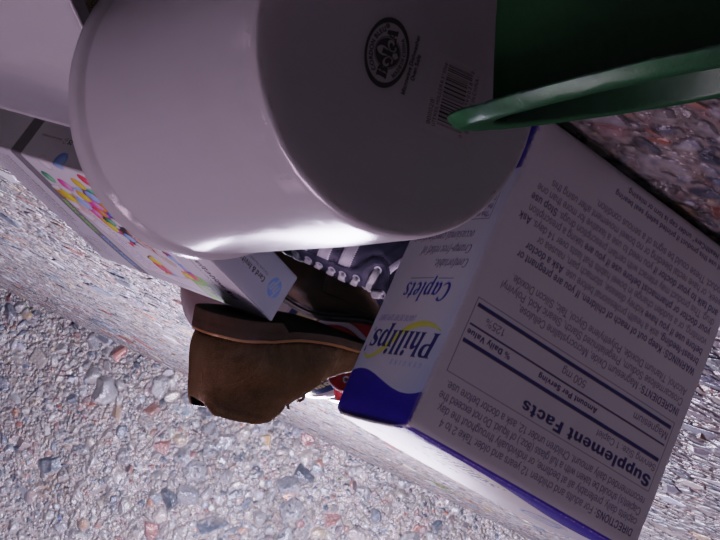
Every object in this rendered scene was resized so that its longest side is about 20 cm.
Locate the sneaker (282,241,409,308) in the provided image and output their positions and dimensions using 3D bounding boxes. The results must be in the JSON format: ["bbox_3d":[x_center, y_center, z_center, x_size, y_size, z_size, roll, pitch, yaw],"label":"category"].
[{"bbox_3d":[-0.006,-0.007,0.864,0.197,0.110,0.070,-5,-175,20],"label":"sneaker"}]

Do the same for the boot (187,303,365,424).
[{"bbox_3d":[-0.057,0.071,0.913,0.073,0.077,0.199,14,-177,37],"label":"boot"}]

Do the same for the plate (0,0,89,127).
[{"bbox_3d":[-0.228,-0.169,0.701,0.197,0.033,0.201,17,148,24],"label":"plate"}]

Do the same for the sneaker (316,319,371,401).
[{"bbox_3d":[0.047,0.071,1.014,0.198,0.114,0.071,16,167,27],"label":"sneaker"}]

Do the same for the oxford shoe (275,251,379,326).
[{"bbox_3d":[0.000,0.000,0.961,0.197,0.073,0.085,17,148,22],"label":"oxford shoe"}]

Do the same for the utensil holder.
[{"bbox_3d":[-0.034,-0.093,0.614,0.169,0.172,0.199,33,162,-28],"label":"utensil holder"}]

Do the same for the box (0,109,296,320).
[{"bbox_3d":[-0.157,-0.043,0.863,0.198,0.041,0.156,16,157,40],"label":"box"}]

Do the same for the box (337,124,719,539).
[{"bbox_3d":[0.112,0.040,0.762,0.183,0.202,0.105,31,166,-24],"label":"box"}]

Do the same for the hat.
[{"bbox_3d":[0.094,-0.154,0.473,0.197,0.179,0.165,-10,-179,-28],"label":"hat"}]

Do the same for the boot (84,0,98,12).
[{"bbox_3d":[-0.258,-0.201,0.798,0.198,0.073,0.155,-1,144,49],"label":"boot"}]

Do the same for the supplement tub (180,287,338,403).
[{"bbox_3d":[-0.056,0.032,1.148,0.144,0.147,0.200,13,164,41],"label":"supplement tub"}]
